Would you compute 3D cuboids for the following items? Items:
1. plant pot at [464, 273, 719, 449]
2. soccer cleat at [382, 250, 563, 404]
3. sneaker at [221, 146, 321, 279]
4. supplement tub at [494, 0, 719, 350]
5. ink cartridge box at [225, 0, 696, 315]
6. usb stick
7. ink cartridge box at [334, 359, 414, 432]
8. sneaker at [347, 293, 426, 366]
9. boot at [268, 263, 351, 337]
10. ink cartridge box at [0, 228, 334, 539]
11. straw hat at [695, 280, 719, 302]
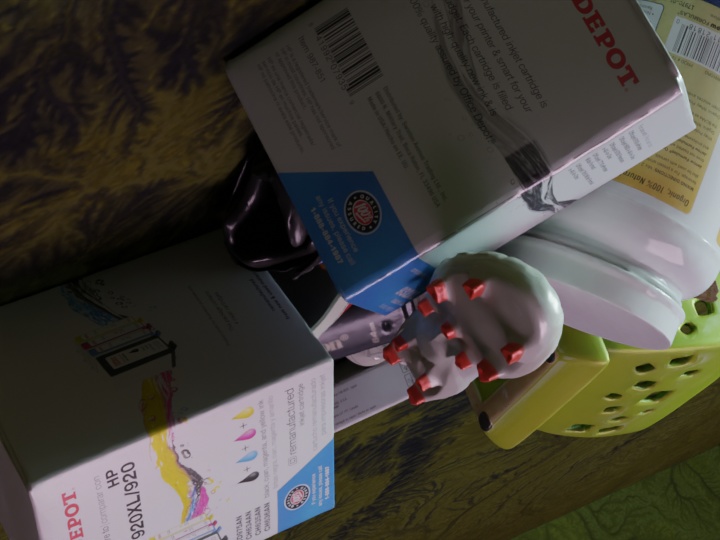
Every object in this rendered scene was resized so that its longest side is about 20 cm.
[{"bbox_3d":[0.170,0.023,1.240,0.180,0.202,0.199,-11,157,-29],"label":"plant pot"},{"bbox_3d":[0.068,0.022,0.811,0.077,0.070,0.200,-30,176,-18],"label":"soccer cleat"},{"bbox_3d":[-0.001,-0.060,0.927,0.199,0.077,0.111,-32,173,32],"label":"sneaker"},{"bbox_3d":[0.157,-0.070,0.895,0.144,0.143,0.202,52,59,-73],"label":"supplement tub"},{"bbox_3d":[0.053,-0.091,0.807,0.199,0.146,0.084,-31,164,11],"label":"ink cartridge box"},{"bbox_3d":[-0.054,0.054,1.164,0.198,0.033,0.056,-17,126,1],"label":"usb stick"},{"bbox_3d":[-0.007,0.103,1.434,0.198,0.044,0.173,-23,-172,-16],"label":"ink cartridge box"},{"bbox_3d":[0.027,0.046,1.266,0.075,0.082,0.200,-24,164,-18],"label":"sneaker"},{"bbox_3d":[0.000,0.000,1.117,0.200,0.073,0.144,-40,161,24],"label":"boot"},{"bbox_3d":[-0.135,0.096,0.977,0.198,0.145,0.148,-21,137,-22],"label":"ink cartridge box"},{"bbox_3d":[0.150,-0.017,1.064,0.085,0.201,0.201,-45,162,-2],"label":"straw hat"}]
